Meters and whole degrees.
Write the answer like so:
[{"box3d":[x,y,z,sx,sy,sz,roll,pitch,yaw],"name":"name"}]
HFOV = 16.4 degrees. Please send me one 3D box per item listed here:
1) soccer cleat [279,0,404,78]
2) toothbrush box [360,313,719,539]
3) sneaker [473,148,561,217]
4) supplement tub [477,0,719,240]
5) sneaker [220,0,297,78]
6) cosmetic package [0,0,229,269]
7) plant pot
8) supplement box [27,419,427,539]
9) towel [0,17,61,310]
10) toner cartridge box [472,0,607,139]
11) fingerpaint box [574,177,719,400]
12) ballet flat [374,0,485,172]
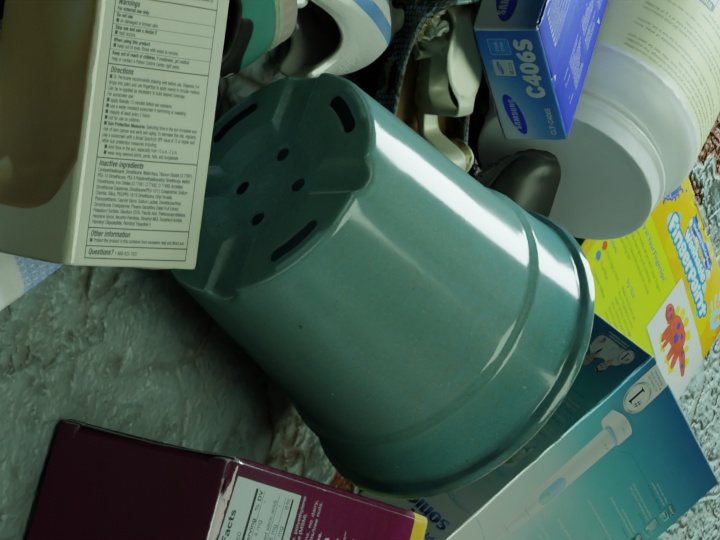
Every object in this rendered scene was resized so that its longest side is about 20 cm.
[{"box3d":[-0.031,-0.202,1.439,0.086,0.070,0.200,-32,120,-31],"name":"soccer cleat"},{"box3d":[0.121,0.145,1.654,0.200,0.085,0.146,-42,133,-9],"name":"toothbrush box"},{"box3d":[0.089,0.019,1.592,0.076,0.091,0.200,-1,119,-49],"name":"sneaker"},{"box3d":[0.172,-0.134,1.652,0.200,0.145,0.145,-60,140,-32],"name":"supplement tub"},{"box3d":[-0.086,-0.196,1.363,0.080,0.071,0.200,-45,133,-44],"name":"sneaker"},{"box3d":[-0.130,-0.104,1.287,0.105,0.071,0.200,4,95,-54],"name":"cosmetic package"},{"box3d":[0.000,0.000,1.441,0.196,0.200,0.200,41,65,-40],"name":"plant pot"},{"box3d":[-0.074,0.161,1.415,0.200,0.131,0.103,24,79,-52],"name":"supplement box"},{"box3d":[-0.170,-0.068,1.323,0.200,0.024,0.147,-40,129,-42],"name":"towel"},{"box3d":[0.121,-0.184,1.547,0.095,0.043,0.200,69,31,-44],"name":"toner cartridge box"},{"box3d":[0.176,0.012,1.763,0.167,0.073,0.200,-54,138,-29],"name":"fingerpaint box"},{"box3d":[0.043,-0.095,1.532,0.074,0.074,0.200,-34,136,-44],"name":"ballet flat"}]
